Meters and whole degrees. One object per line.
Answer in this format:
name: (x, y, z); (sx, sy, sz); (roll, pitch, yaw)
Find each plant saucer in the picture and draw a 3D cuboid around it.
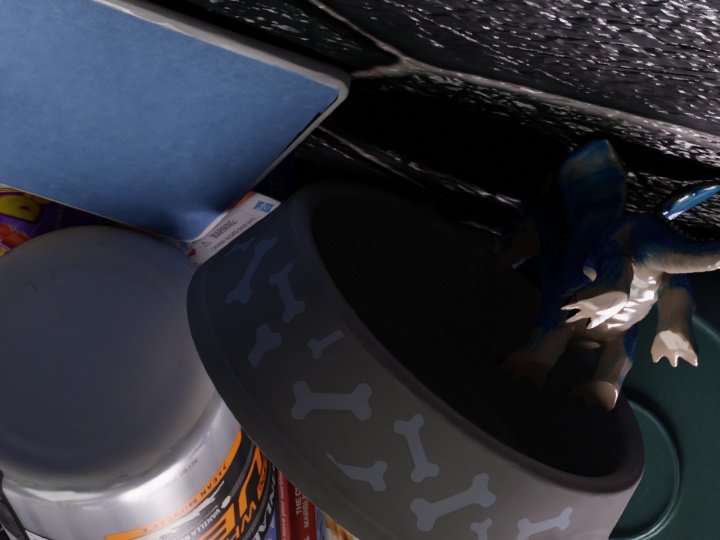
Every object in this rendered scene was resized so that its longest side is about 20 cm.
plant saucer: (0.113, 0.083, 1.099); (0.199, 0.201, 0.027); (10, -170, 32)

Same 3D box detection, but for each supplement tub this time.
supplement tub: (-0.102, 0.075, 1.097); (0.122, 0.123, 0.200); (13, 157, 12)

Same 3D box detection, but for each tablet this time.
tablet: (-0.118, -0.070, 0.960); (0.199, 0.014, 0.130); (18, 143, -26)

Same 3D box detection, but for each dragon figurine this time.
dragon figurine: (0.101, -0.012, 0.969); (0.059, 0.100, 0.200); (19, 152, -14)

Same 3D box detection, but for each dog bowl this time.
dog bowl: (0.028, 0.042, 1.015); (0.200, 0.059, 0.200); (34, -158, -16)

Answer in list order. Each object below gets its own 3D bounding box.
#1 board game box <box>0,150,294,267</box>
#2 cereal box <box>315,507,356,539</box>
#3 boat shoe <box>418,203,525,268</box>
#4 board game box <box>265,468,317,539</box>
board game box: (-0.138, -0.025, 1.093); (0.134, 0.045, 0.200); (20, 145, -30)
cereal box: (0.012, 0.130, 1.178); (0.039, 0.144, 0.201); (-13, 135, -15)
boat shoe: (0.000, 0.000, 1.227); (0.068, 0.072, 0.200); (36, 168, -22)
board game box: (-0.061, 0.087, 1.215); (0.019, 0.201, 0.103); (-16, -159, -37)
